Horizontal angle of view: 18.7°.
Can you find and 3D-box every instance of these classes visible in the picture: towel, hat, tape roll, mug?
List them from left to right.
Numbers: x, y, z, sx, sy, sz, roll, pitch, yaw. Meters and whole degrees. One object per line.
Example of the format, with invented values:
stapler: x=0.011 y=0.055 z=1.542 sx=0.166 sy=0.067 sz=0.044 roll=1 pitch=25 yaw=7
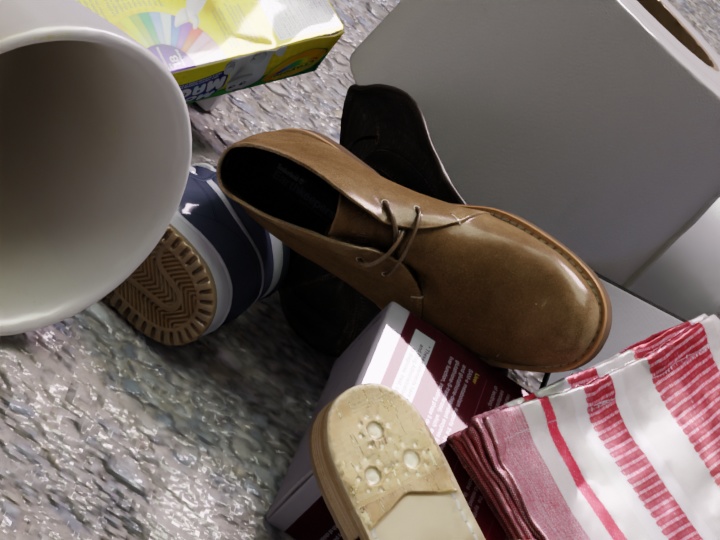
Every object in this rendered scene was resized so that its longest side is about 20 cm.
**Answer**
mug: x=-0.186 y=-0.080 z=0.957 sx=0.186 sy=0.150 sz=0.153 roll=24 pitch=17 yaw=-46
hat: x=0.000 y=0.000 z=1.128 sx=0.081 sy=0.201 sz=0.201 roll=-22 pitch=50 yaw=-16
tape roll: x=0.111 y=-0.099 z=1.207 sx=0.203 sy=0.139 sz=0.203 roll=40 pitch=16 yaw=-14
towel: x=0.146 y=0.103 z=1.013 sx=0.200 sy=0.023 sz=0.144 roll=-20 pitch=71 yaw=-44

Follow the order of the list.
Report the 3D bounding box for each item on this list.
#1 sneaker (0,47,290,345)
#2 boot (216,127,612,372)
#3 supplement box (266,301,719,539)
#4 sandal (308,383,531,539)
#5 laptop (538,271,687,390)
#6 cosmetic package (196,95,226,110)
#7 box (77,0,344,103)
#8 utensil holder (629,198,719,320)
sneaker: x=-0.116 y=-0.052 z=1.090 sx=0.200 sy=0.070 sz=0.108 roll=49 pitch=29 yaw=11
boot: x=0.020 y=-0.007 z=1.013 sx=0.199 sy=0.074 sz=0.075 roll=26 pitch=7 yaw=18
supplement box: x=0.067 y=0.116 z=1.006 sx=0.200 sy=0.061 sz=0.109 roll=34 pitch=45 yaw=-8
sandal: x=0.055 y=0.135 z=0.902 sx=0.077 sy=0.070 sz=0.212 roll=-28 pitch=82 yaw=-32
laptop: x=0.181 y=0.130 z=1.132 sx=0.187 sy=0.201 sz=0.116 roll=26 pitch=-10 yaw=-26
cosmetic package: x=-0.094 y=-0.186 z=1.383 sx=0.113 sy=0.081 sz=0.200 roll=37 pitch=21 yaw=-2
box: x=-0.119 y=-0.147 z=1.211 sx=0.199 sy=0.048 sz=0.118 roll=-17 pitch=69 yaw=-38
utensil holder: x=0.169 y=-0.039 z=1.380 sx=0.200 sy=0.170 sz=0.170 roll=47 pitch=24 yaw=16
